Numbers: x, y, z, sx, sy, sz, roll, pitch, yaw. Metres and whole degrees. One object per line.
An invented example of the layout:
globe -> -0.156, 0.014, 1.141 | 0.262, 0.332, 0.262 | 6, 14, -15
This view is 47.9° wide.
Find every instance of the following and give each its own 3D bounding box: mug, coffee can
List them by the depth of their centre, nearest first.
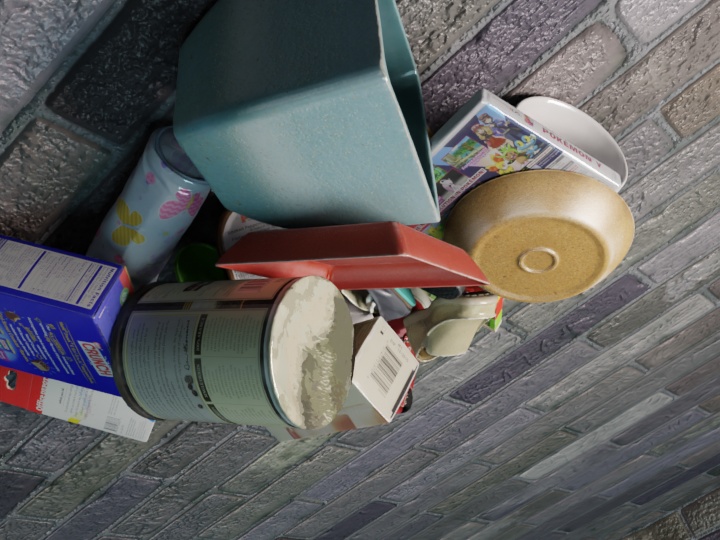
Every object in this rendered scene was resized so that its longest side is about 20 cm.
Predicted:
coffee can -> -0.126, 0.081, 0.811 | 0.199, 0.147, 0.146 | -3, 153, 31
mug -> 0.220, -0.074, 0.949 | 0.200, 0.148, 0.176 | 35, 136, 2

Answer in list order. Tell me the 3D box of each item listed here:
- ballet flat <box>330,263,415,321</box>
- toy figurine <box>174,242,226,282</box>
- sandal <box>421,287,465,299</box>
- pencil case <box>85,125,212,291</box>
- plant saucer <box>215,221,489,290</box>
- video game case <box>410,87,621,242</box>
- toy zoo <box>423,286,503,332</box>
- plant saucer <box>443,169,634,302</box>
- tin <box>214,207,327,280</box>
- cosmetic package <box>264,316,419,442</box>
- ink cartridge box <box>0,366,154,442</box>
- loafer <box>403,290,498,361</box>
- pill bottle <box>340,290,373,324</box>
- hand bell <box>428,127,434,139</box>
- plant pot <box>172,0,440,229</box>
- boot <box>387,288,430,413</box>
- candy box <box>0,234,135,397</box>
ballet flat -> 0.000, 0.000, 0.934 | 0.073, 0.073, 0.200 | -26, 138, 9
toy figurine -> -0.186, 0.077, 1.022 | 0.200, 0.151, 0.184 | 33, 133, -21
sandal -> 0.066, -0.016, 0.977 | 0.048, 0.200, 0.075 | -47, 116, -11
pencil case -> -0.217, -0.060, 0.852 | 0.200, 0.083, 0.091 | -48, 173, 32
plant saucer -> -0.001, -0.011, 0.778 | 0.199, 0.037, 0.199 | -2, 171, 29
video game case -> 0.132, -0.078, 0.840 | 0.182, 0.023, 0.200 | 26, 138, -22
toy zoo -> 0.122, 0.010, 1.044 | 0.021, 0.131, 0.200 | -57, 161, -17
plant saucer -> 0.187, -0.022, 0.854 | 0.199, 0.036, 0.201 | 5, 141, 4
tin -> -0.094, 0.006, 0.915 | 0.111, 0.201, 0.042 | -19, -174, -13
cosmetic package -> -0.040, 0.138, 0.997 | 0.200, 0.104, 0.087 | -19, 119, 43
ink cartridge box -> -0.349, 0.137, 1.026 | 0.199, 0.067, 0.116 | 19, 133, -12
loafer -> 0.116, 0.071, 1.012 | 0.075, 0.069, 0.200 | -6, 168, -19
pill bottle -> -0.025, 0.084, 1.098 | 0.112, 0.113, 0.200 | -7, 142, -16
hand bell -> -0.001, -0.085, 0.935 | 0.199, 0.105, 0.104 | -19, 146, 20
plant pot -> -0.054, -0.151, 0.730 | 0.199, 0.197, 0.196 | -13, 145, 13
boot -> 0.054, 0.118, 1.144 | 0.072, 0.145, 0.200 | 7, 146, 14
candy box -> -0.336, 0.048, 0.868 | 0.199, 0.077, 0.169 | 14, 143, 10
